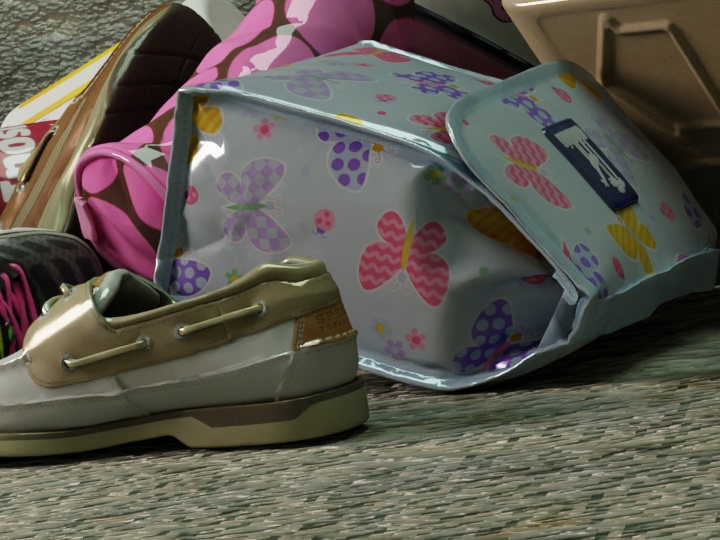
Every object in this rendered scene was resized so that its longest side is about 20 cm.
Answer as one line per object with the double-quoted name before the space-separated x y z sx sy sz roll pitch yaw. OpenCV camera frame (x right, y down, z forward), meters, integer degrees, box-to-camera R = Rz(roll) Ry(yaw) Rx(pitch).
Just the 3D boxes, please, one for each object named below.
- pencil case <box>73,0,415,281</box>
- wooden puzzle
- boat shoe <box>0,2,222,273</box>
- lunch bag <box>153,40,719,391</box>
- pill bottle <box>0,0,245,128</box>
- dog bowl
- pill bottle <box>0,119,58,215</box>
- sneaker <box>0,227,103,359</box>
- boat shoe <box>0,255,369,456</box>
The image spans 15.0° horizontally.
"pencil case" -0.057 -0.077 1.285 0.094 0.091 0.200 14 45 30
"wooden puzzle" 0.182 -0.068 1.204 0.200 0.185 0.046 2 49 46
"boat shoe" -0.135 -0.045 1.334 0.074 0.076 0.200 3 57 40
"lunch bag" 0.041 -0.026 1.170 0.200 0.127 0.170 19 19 25
"pill bottle" -0.143 -0.070 1.627 0.200 0.113 0.113 -31 1 15
"dog bowl" 0.071 -0.121 1.429 0.200 0.074 0.200 29 -1 1
"pill bottle" -0.196 -0.016 1.417 0.200 0.113 0.113 -10 7 -15
"sneaker" -0.172 0.030 1.184 0.087 0.074 0.200 -2 14 41
"boat shoe" -0.094 0.033 1.075 0.200 0.068 0.075 -5 7 19
